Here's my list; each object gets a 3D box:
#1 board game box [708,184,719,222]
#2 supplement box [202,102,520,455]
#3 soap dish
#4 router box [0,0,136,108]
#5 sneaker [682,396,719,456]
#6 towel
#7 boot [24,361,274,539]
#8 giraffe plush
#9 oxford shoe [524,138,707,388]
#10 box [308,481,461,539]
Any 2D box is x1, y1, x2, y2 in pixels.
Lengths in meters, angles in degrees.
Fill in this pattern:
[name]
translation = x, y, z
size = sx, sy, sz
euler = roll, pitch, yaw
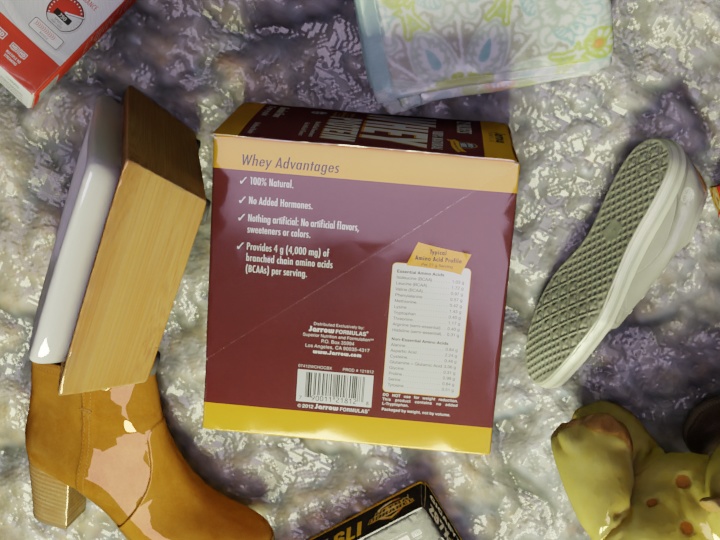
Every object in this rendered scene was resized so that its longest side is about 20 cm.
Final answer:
[board game box]
translation = 0.346, 0.014, 0.897
size = 0.151, 0.046, 0.201
euler = -18, 91, 7
[supplement box]
translation = 0.000, 0.000, 0.892
size = 0.196, 0.133, 0.201
euler = 5, 106, 2
[soap dish]
translation = -0.159, -0.023, 0.867
size = 0.081, 0.200, 0.158
euler = 16, 107, -15
[router box]
translation = -0.228, -0.240, 0.841
size = 0.200, 0.049, 0.180
euler = 42, 75, -9
[sneaker]
translation = 0.333, 0.153, 0.945
size = 0.199, 0.076, 0.071
euler = 24, 106, -4
[towel]
translation = 0.074, -0.210, 0.855
size = 0.170, 0.048, 0.201
euler = -10, 118, 5
[boot]
translation = -0.156, 0.134, 0.971
size = 0.200, 0.071, 0.145
euler = 10, 109, 6
[giraffe plush]
translation = 0.236, 0.153, 0.879
size = 0.162, 0.200, 0.173
euler = -27, 101, 19
[oxford shoe]
translation = 0.183, 0.002, 0.919
size = 0.058, 0.075, 0.201
euler = 19, 109, -31
[box]
translation = 0.004, 0.280, 1.016
size = 0.199, 0.049, 0.160
euler = -30, 105, 11
